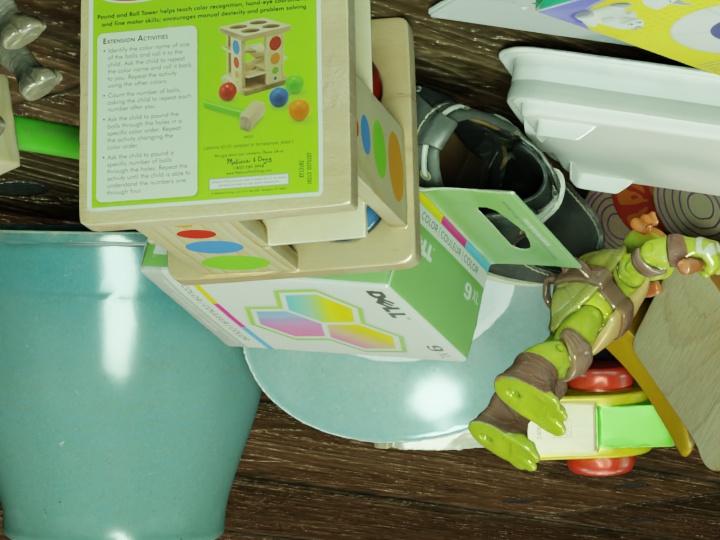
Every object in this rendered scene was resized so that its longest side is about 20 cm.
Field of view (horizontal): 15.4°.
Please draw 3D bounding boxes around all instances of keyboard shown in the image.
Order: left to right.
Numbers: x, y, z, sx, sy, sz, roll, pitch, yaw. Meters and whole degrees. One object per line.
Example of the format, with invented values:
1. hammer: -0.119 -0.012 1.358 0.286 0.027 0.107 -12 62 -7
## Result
1. keyboard: 0.132 -0.122 1.307 0.200 0.011 0.056 6 170 -28

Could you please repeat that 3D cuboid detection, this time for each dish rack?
1. dish rack: 0.175 -0.065 1.381 0.200 0.044 0.172 10 172 17

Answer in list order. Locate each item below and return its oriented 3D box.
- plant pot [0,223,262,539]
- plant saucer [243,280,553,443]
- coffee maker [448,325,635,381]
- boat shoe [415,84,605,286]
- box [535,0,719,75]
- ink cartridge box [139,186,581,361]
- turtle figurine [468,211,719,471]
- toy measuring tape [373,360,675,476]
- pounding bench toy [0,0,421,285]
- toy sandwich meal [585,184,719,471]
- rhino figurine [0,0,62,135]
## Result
1. plant pot: -0.146 0.067 1.595 0.200 0.188 0.200 0 -177 0
2. plant saucer: 0.030 0.016 1.520 0.201 0.039 0.201 -5 132 -5
3. coffee maker: 0.114 0.009 1.669 0.200 0.135 0.192 8 139 -40
4. boat shoe: 0.074 -0.038 1.392 0.068 0.072 0.200 11 165 41
5. box: 0.182 -0.127 1.201 0.117 0.048 0.200 -13 165 41
6. ink cartridge box: 0.000 0.000 1.363 0.200 0.059 0.104 3 159 27
7. turtle figurine: 0.125 0.021 1.390 0.064 0.161 0.200 45 149 -5
8. toy measuring tape: 0.107 0.090 1.613 0.200 0.074 0.074 -2 167 -1
9. pounding bench toy: -0.083 -0.066 1.258 0.200 0.125 0.156 -4 167 13
10. toy sandwich meal: 0.188 0.021 1.510 0.070 0.205 0.205 -24 -179 -32
11. rhino figurine: -0.173 -0.122 1.106 0.060 0.088 0.200 -30 169 -9
